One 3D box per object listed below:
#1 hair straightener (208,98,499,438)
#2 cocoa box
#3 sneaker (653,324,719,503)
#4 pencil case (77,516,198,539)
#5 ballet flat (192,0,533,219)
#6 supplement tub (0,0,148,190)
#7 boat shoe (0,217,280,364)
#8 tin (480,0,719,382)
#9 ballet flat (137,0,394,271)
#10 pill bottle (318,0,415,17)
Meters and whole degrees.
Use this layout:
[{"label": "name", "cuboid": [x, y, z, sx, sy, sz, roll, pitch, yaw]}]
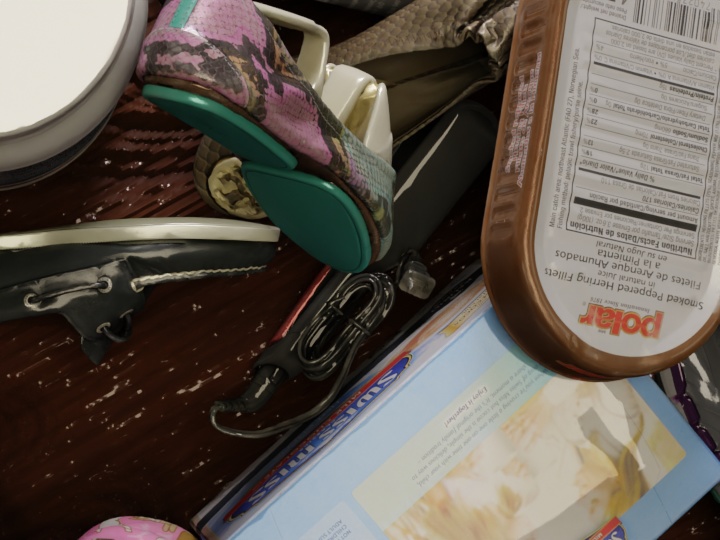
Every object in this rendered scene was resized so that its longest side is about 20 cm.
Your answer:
[{"label": "hair straightener", "cuboid": [0.000, 0.000, 0.938, 0.041, 0.077, 0.200, 44, 81, -23]}, {"label": "cocoa box", "cuboid": [0.040, 0.105, 0.916, 0.200, 0.131, 0.134, -41, 96, -8]}, {"label": "sneaker", "cuboid": [0.209, 0.084, 0.957, 0.087, 0.074, 0.201, -19, 109, 25]}, {"label": "pencil case", "cuboid": [-0.104, 0.164, 0.858, 0.086, 0.200, 0.083, 41, 93, -6]}, {"label": "ballet flat", "cuboid": [0.002, -0.075, 0.910, 0.199, 0.046, 0.067, -29, 127, 24]}, {"label": "supplement tub", "cuboid": [-0.163, -0.109, 0.851, 0.140, 0.200, 0.141, 0, 89, -10]}, {"label": "boat shoe", "cuboid": [-0.135, 0.011, 0.918, 0.198, 0.074, 0.067, -4, 92, -10]}, {"label": "tin", "cuboid": [0.114, -0.052, 0.854, 0.111, 0.042, 0.201, 11, 82, -17]}, {"label": "ballet flat", "cuboid": [-0.027, -0.065, 0.837, 0.069, 0.200, 0.071, 16, 76, 29]}, {"label": "pill bottle", "cuboid": [0.046, -0.170, 0.932, 0.199, 0.116, 0.117, 12, 87, -10]}]
